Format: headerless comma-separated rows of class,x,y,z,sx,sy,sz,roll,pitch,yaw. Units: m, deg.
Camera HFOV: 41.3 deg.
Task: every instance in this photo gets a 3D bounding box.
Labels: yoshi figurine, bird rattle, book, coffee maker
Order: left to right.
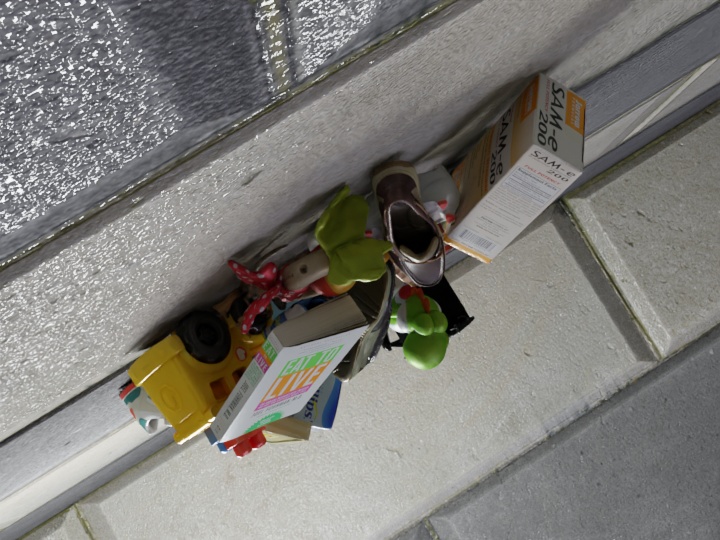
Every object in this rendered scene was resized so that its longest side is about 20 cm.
book,-0.090,0.121,1.142,0.133,0.048,0.201,-18,153,-43
bird rattle,-0.046,0.006,1.093,0.199,0.114,0.163,-36,163,20
yoshi figurine,0.070,0.085,1.374,0.112,0.112,0.200,-43,-163,-6
coffee maker,0.091,0.023,1.565,0.134,0.202,0.192,-29,176,-41

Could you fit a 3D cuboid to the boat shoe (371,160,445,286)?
boat shoe,0.061,-0.036,1.114,0.071,0.073,0.201,-15,139,4

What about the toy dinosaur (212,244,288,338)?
toy dinosaur,-0.133,0.020,1.199,0.107,0.060,0.200,-53,170,-10

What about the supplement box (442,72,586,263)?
supplement box,0.183,-0.119,1.150,0.200,0.073,0.127,-49,-159,47

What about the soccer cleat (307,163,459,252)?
soccer cleat,0.027,-0.070,1.183,0.197,0.078,0.070,-19,139,7

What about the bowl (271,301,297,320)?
bowl,-0.071,0.055,1.465,0.199,0.106,0.201,-32,175,-3

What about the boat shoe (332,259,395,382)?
boat shoe,0.007,0.056,1.227,0.066,0.072,0.203,-26,145,-43

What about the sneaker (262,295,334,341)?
sneaker,-0.046,0.069,1.304,0.082,0.074,0.199,-49,163,28

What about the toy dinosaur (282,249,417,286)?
toy dinosaur,0.009,-0.030,1.252,0.197,0.108,0.060,16,175,-20

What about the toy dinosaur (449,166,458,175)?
toy dinosaur,0.118,-0.106,1.409,0.100,0.059,0.201,-21,158,-13

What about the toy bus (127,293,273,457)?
toy bus,-0.175,0.147,1.269,0.135,0.193,0.199,-38,172,40

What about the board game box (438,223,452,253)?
board game box,0.083,-0.052,1.391,0.019,0.104,0.200,-27,173,-12

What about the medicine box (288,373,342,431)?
medicine box,-0.151,0.183,1.497,0.197,0.105,0.182,16,164,-18

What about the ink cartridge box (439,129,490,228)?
ink cartridge box,0.203,-0.125,1.349,0.198,0.048,0.146,-1,137,-47

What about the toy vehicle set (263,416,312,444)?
toy vehicle set,-0.160,0.230,1.424,0.123,0.027,0.200,17,164,-17

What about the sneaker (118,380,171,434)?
sneaker,-0.277,0.177,1.437,0.199,0.094,0.070,-35,173,29

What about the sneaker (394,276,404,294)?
sneaker,0.000,0.000,1.333,0.198,0.117,0.074,-30,178,-3
